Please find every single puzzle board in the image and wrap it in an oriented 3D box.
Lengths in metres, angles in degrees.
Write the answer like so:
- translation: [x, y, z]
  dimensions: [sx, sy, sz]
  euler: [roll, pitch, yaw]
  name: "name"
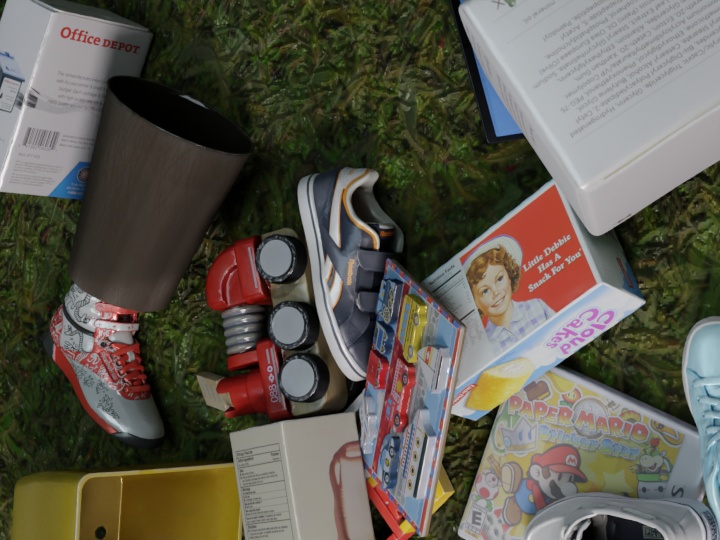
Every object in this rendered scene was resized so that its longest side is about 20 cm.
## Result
- translation: [0.038, 0.110, 1.306]
  dimensions: [0.151, 0.017, 0.201]
  euler: [-135, 49, -58]
  name: "puzzle board"

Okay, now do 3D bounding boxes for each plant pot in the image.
- translation: [-0.253, 0.286, 1.508]
  dimensions: [0.176, 0.199, 0.201]
  euler: [6, 93, 47]
  name: "plant pot"

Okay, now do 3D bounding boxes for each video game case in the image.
- translation: [0.192, 0.189, 1.279]
  dimensions: [0.199, 0.023, 0.183]
  euler: [25, 103, 34]
  name: "video game case"

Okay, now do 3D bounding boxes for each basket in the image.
- translation: [-0.216, -0.071, 1.520]
  dimensions: [0.180, 0.136, 0.201]
  euler: [35, 113, 33]
  name: "basket"

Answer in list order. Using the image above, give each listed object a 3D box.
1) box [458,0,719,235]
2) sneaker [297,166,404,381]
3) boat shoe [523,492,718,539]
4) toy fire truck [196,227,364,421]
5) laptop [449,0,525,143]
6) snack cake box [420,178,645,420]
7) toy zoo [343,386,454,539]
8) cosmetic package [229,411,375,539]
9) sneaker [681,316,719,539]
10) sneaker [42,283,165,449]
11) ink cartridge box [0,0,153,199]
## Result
- translation: [0.208, -0.158, 1.120]
  dimensions: [0.199, 0.199, 0.172]
  euler: [-32, 77, 6]
  name: "box"
- translation: [0.000, 0.000, 1.390]
  dimensions: [0.079, 0.078, 0.201]
  euler: [-14, 87, 24]
  name: "sneaker"
- translation: [0.193, 0.215, 1.201]
  dimensions: [0.200, 0.065, 0.074]
  euler: [-24, 75, 50]
  name: "boat shoe"
- translation: [-0.107, 0.067, 1.455]
  dimensions: [0.199, 0.129, 0.177]
  euler: [-16, 79, 25]
  name: "toy fire truck"
- translation: [0.191, -0.218, 1.240]
  dimensions: [0.199, 0.103, 0.178]
  euler: [-21, 77, 34]
  name: "laptop"
- translation: [0.134, 0.027, 1.282]
  dimensions: [0.200, 0.067, 0.115]
  euler: [-39, 50, 29]
  name: "snack cake box"
- translation: [0.007, 0.203, 1.415]
  dimensions: [0.200, 0.020, 0.131]
  euler: [-49, 63, 25]
  name: "toy zoo"
- translation: [-0.049, 0.239, 1.375]
  dimensions: [0.103, 0.087, 0.201]
  euler: [-17, 80, 55]
  name: "cosmetic package"
- translation: [0.298, 0.134, 1.157]
  dimensions: [0.074, 0.082, 0.201]
  euler: [-14, 86, 10]
  name: "sneaker"
- translation: [-0.261, 0.091, 1.584]
  dimensions: [0.201, 0.067, 0.108]
  euler: [44, 116, 31]
  name: "sneaker"
- translation: [-0.325, -0.185, 1.589]
  dimensions: [0.086, 0.146, 0.201]
  euler: [28, 105, 35]
  name: "ink cartridge box"
